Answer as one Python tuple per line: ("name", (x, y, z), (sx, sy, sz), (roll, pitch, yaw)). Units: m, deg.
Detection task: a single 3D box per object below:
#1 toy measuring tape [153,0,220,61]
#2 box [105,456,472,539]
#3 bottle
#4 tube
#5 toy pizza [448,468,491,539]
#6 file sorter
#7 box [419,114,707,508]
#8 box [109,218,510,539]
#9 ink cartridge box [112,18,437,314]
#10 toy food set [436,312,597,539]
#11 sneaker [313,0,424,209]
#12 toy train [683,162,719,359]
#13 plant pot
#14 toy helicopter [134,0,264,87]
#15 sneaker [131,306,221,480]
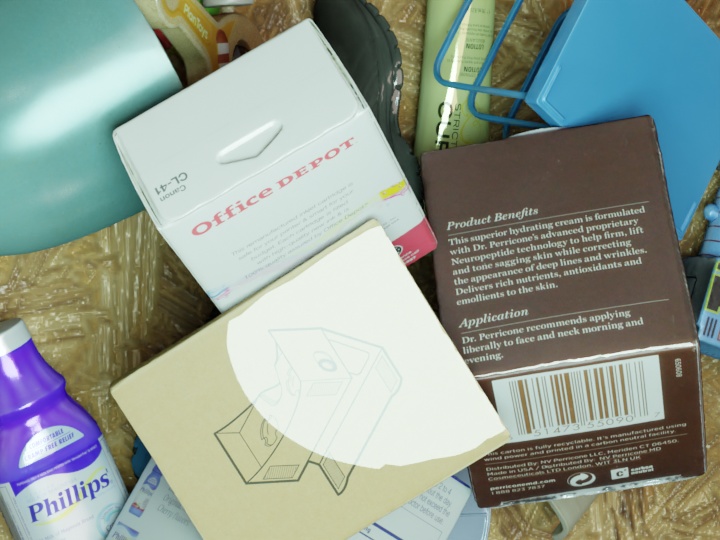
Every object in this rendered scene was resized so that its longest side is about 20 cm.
("toy measuring tape", (-0.104, -0.166, 1.531), (0.200, 0.074, 0.074), (39, 76, -22))
("box", (-0.056, 0.183, 1.491), (0.184, 0.105, 0.200), (36, 79, -37))
("bottle", (-0.212, 0.131, 1.492), (0.084, 0.065, 0.200), (-26, 103, -22))
("tube", (0.070, -0.109, 1.631), (0.058, 0.052, 0.200), (5, 94, 12))
("toy pizza", (0.005, 0.180, 1.619), (0.200, 0.032, 0.200), (-1, 93, -27))
("file sorter", (0.168, -0.137, 1.603), (0.200, 0.123, 0.139), (38, 73, -42))
("box", (0.140, 0.030, 1.504), (0.166, 0.164, 0.200), (-9, 52, 5))
("box", (-0.032, 0.088, 1.377), (0.200, 0.021, 0.164), (-32, 95, 2))
("ink cartridge box", (-0.049, -0.048, 1.385), (0.148, 0.086, 0.200), (-30, 150, -1))
("toy food set", (0.139, 0.085, 1.673), (0.144, 0.060, 0.200), (-47, 113, -27))
("sneaker", (-0.015, -0.109, 1.551), (0.091, 0.076, 0.200), (-4, 68, -19))
("toy train", (0.316, -0.014, 1.734), (0.114, 0.087, 0.200), (19, 84, -19))
("plant pot", (-0.218, -0.102, 1.413), (0.161, 0.201, 0.201), (-32, 105, -15))
("toy helicopter", (-0.099, -0.155, 1.446), (0.200, 0.079, 0.132), (50, 46, -61))
("sneaker", (-0.080, 0.080, 1.560), (0.082, 0.073, 0.200), (38, 84, -32))
